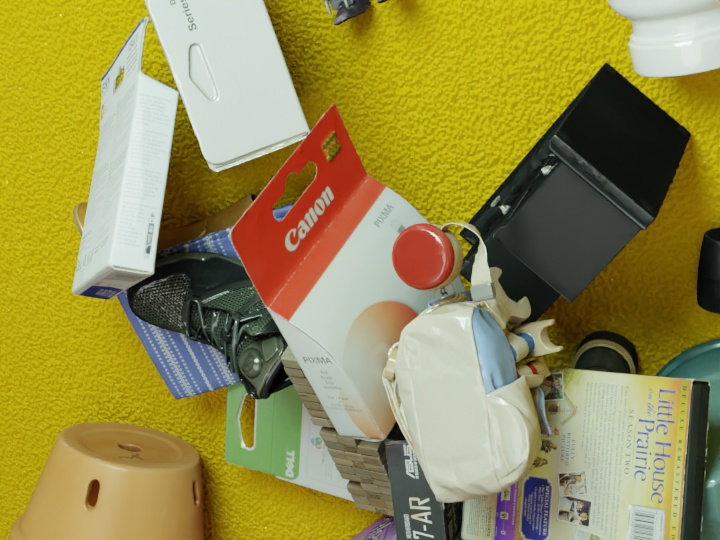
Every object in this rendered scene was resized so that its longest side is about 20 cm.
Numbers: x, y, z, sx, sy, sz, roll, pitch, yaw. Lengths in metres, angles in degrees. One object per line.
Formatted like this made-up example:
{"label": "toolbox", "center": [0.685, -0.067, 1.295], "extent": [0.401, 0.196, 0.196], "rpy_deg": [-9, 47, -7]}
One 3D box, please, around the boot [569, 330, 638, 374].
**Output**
{"label": "boot", "center": [0.183, 0.168, 1.177], "extent": [0.077, 0.138, 0.201], "rpy_deg": [6, 115, 18]}

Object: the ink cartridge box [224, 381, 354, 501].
{"label": "ink cartridge box", "center": [-0.023, 0.147, 1.288], "extent": [0.199, 0.059, 0.104], "rpy_deg": [14, 116, 20]}

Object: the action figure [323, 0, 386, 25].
{"label": "action figure", "center": [-0.033, -0.299, 1.102], "extent": [0.130, 0.069, 0.200], "rpy_deg": [-22, 100, 32]}

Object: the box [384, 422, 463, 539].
{"label": "box", "center": [0.077, 0.167, 1.181], "extent": [0.043, 0.200, 0.161], "rpy_deg": [0, 112, 19]}

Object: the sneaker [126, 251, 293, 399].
{"label": "sneaker", "center": [-0.110, 0.045, 1.169], "extent": [0.199, 0.114, 0.076], "rpy_deg": [13, 117, 7]}

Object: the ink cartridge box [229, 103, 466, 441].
{"label": "ink cartridge box", "center": [0.000, 0.000, 1.038], "extent": [0.050, 0.162, 0.200], "rpy_deg": [2, 131, 36]}

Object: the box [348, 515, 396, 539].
{"label": "box", "center": [0.035, 0.342, 1.330], "extent": [0.200, 0.097, 0.176], "rpy_deg": [-39, 94, 28]}

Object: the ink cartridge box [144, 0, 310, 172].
{"label": "ink cartridge box", "center": [-0.108, -0.170, 1.101], "extent": [0.087, 0.200, 0.146], "rpy_deg": [-21, 104, -1]}

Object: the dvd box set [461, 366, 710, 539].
{"label": "dvd box set", "center": [0.165, 0.146, 1.054], "extent": [0.200, 0.029, 0.147], "rpy_deg": [1, 86, 44]}

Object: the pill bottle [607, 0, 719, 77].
{"label": "pill bottle", "center": [0.225, -0.248, 0.999], "extent": [0.116, 0.116, 0.201], "rpy_deg": [-7, 109, 23]}

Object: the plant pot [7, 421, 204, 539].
{"label": "plant pot", "center": [-0.232, 0.233, 1.343], "extent": [0.200, 0.200, 0.140], "rpy_deg": [14, 98, 14]}

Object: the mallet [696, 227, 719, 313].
{"label": "mallet", "center": [0.366, 0.018, 1.107], "extent": [0.199, 0.041, 0.066], "rpy_deg": [13, 116, 10]}

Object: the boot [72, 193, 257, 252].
{"label": "boot", "center": [-0.148, -0.027, 1.266], "extent": [0.201, 0.071, 0.144], "rpy_deg": [44, 114, -6]}

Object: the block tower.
{"label": "block tower", "center": [-0.002, 0.117, 1.139], "extent": [0.058, 0.054, 0.200], "rpy_deg": [6, 136, 30]}

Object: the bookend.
{"label": "bookend", "center": [0.144, -0.035, 1.072], "extent": [0.092, 0.199, 0.200], "rpy_deg": [40, 121, 1]}

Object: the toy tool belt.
{"label": "toy tool belt", "center": [0.081, 0.061, 1.017], "extent": [0.125, 0.123, 0.201], "rpy_deg": [-13, 90, 26]}

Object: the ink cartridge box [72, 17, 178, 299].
{"label": "ink cartridge box", "center": [-0.192, -0.084, 1.151], "extent": [0.040, 0.200, 0.201], "rpy_deg": [9, 81, -18]}

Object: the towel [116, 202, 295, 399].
{"label": "towel", "center": [-0.110, 0.029, 1.237], "extent": [0.200, 0.024, 0.145], "rpy_deg": [-18, 111, 19]}

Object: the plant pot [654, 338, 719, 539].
{"label": "plant pot", "center": [0.305, 0.182, 1.106], "extent": [0.200, 0.196, 0.201], "rpy_deg": [7, 114, 16]}
